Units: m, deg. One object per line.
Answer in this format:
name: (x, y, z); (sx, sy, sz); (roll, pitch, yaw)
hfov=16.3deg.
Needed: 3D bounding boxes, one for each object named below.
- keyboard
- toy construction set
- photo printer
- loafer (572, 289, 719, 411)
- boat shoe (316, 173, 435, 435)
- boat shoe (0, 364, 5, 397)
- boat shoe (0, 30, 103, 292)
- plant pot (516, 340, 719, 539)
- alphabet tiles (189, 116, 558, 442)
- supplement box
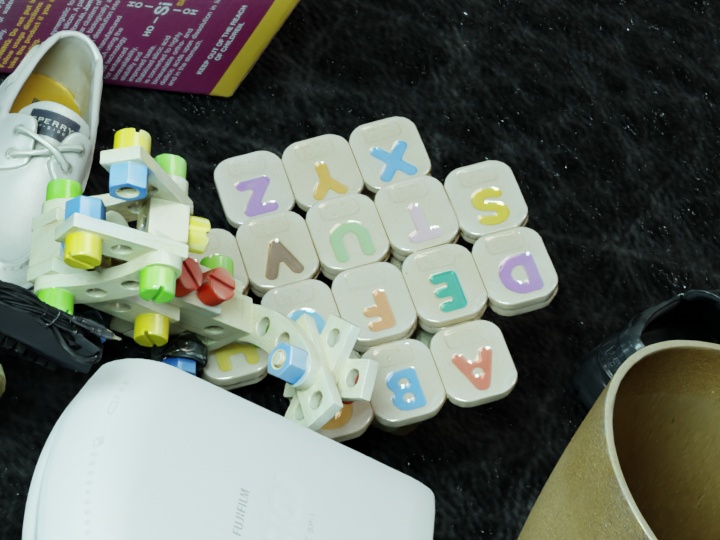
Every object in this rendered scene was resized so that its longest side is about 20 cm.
keyboard: (-0.193, 0.011, 1.160); (0.200, 0.127, 0.021); (31, 71, -50)
toy construction set: (-0.085, 0.009, 1.255); (0.200, 0.131, 0.092); (37, 48, -30)
photo printer: (-0.065, 0.137, 1.206); (0.200, 0.069, 0.166); (27, 41, -16)
loafer: (0.210, 0.045, 1.526); (0.201, 0.070, 0.068); (-16, 63, -47)
boat shoe: (0.002, -0.001, 1.406); (0.065, 0.072, 0.200); (19, 47, -25)
boat shoe: (-0.261, 0.030, 1.158); (0.201, 0.073, 0.063); (7, 52, -25)
boat shoe: (-0.173, -0.058, 1.314); (0.071, 0.070, 0.200); (29, 37, -11)
plant pot: (0.146, 0.168, 1.242); (0.186, 0.200, 0.186); (22, 41, -20)
alphabet tiles: (0.000, 0.000, 1.359); (0.200, 0.015, 0.196); (-14, 56, -8)
supplement box: (-0.153, -0.186, 1.438); (0.200, 0.103, 0.131); (3, 51, -37)
